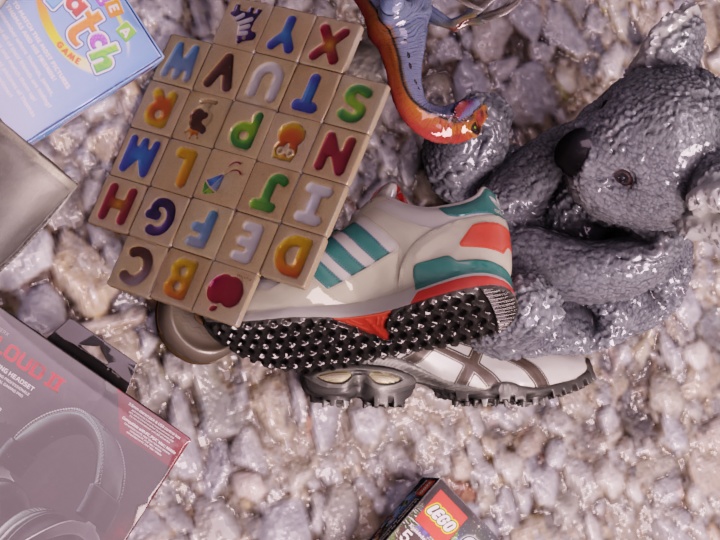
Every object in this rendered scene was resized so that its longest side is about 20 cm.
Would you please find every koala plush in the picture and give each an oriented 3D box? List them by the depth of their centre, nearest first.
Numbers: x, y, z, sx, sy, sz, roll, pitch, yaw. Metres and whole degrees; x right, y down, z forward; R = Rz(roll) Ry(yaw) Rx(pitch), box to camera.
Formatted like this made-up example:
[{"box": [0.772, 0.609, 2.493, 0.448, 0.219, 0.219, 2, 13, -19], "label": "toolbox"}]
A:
[{"box": [0.165, -0.058, 1.086, 0.182, 0.200, 0.179, 5, 57, -28], "label": "koala plush"}]

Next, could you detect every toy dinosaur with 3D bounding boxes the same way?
[{"box": [0.028, -0.165, 1.107, 0.105, 0.198, 0.184, 22, 72, -46], "label": "toy dinosaur"}]

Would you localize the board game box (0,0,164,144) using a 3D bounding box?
[{"box": [-0.243, -0.140, 1.077, 0.199, 0.037, 0.152, -34, 95, -15], "label": "board game box"}]

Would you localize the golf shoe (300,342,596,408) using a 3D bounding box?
[{"box": [0.059, 0.042, 1.131, 0.198, 0.078, 0.096, 2, 84, -18], "label": "golf shoe"}]

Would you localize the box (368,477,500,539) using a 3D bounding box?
[{"box": [0.069, 0.251, 1.133, 0.200, 0.038, 0.137, 46, 75, -8], "label": "box"}]

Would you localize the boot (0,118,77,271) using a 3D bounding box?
[{"box": [-0.287, -0.027, 1.006, 0.181, 0.073, 0.201, 36, 97, -10], "label": "boot"}]

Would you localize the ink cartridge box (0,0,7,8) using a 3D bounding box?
[{"box": [-0.273, -0.218, 0.983, 0.200, 0.057, 0.163, 44, 55, -20], "label": "ink cartridge box"}]

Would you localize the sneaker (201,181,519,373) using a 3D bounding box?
[{"box": [0.000, 0.000, 1.068, 0.198, 0.070, 0.094, -10, 58, 21], "label": "sneaker"}]

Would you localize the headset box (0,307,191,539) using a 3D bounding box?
[{"box": [-0.207, 0.125, 1.043, 0.148, 0.077, 0.201, 36, 77, -10], "label": "headset box"}]

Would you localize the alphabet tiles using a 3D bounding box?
[{"box": [-0.076, -0.070, 1.080, 0.165, 0.006, 0.202, 17, 78, 28], "label": "alphabet tiles"}]

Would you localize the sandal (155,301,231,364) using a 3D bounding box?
[{"box": [-0.070, -0.037, 1.110, 0.081, 0.055, 0.202, 28, 78, -12], "label": "sandal"}]
